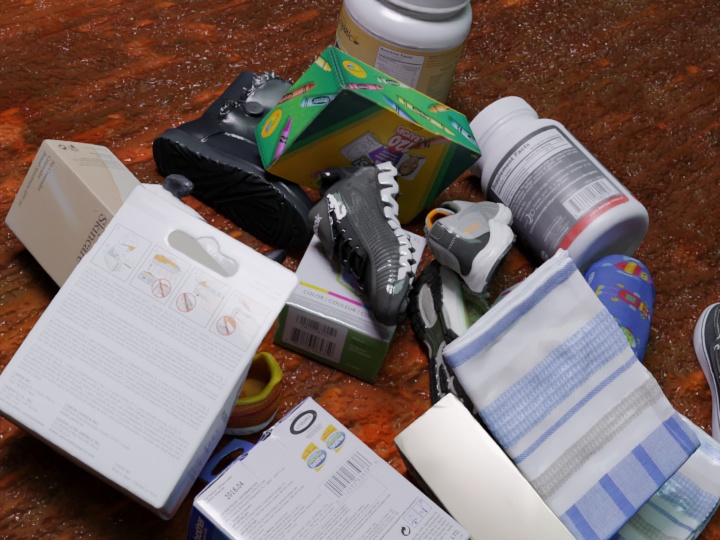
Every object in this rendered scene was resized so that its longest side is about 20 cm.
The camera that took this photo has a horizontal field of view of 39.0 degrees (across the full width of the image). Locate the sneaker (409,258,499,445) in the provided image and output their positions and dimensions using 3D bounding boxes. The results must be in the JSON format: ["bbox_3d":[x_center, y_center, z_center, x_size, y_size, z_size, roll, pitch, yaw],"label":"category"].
[{"bbox_3d":[0.109,0.077,0.924,0.087,0.077,0.203,9,47,-23],"label":"sneaker"}]

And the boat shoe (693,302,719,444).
[{"bbox_3d":[0.373,0.100,0.988,0.067,0.057,0.202,14,45,-4],"label":"boat shoe"}]

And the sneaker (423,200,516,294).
[{"bbox_3d":[0.100,-0.040,0.972,0.079,0.075,0.200,31,10,-1],"label":"sneaker"}]

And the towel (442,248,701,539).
[{"bbox_3d":[0.169,0.101,0.800,0.146,0.024,0.202,-35,89,-22],"label":"towel"}]

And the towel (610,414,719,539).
[{"bbox_3d":[0.234,0.181,0.881,0.146,0.024,0.199,39,48,21],"label":"towel"}]

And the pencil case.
[{"bbox_3d":[0.225,0.057,0.938,0.078,0.087,0.200,40,30,1],"label":"pencil case"}]

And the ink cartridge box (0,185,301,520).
[{"bbox_3d":[-0.159,0.057,0.769,0.160,0.050,0.202,28,68,11],"label":"ink cartridge box"}]

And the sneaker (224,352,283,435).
[{"bbox_3d":[-0.158,0.097,0.809,0.196,0.078,0.074,-10,51,-19],"label":"sneaker"}]

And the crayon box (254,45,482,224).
[{"bbox_3d":[0.010,-0.125,0.990,0.198,0.119,0.059,17,43,-42],"label":"crayon box"}]

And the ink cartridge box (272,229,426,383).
[{"bbox_3d":[0.000,0.000,0.965,0.102,0.060,0.201,21,45,3],"label":"ink cartridge box"}]

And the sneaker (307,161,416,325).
[{"bbox_3d":[-0.003,-0.027,0.904,0.089,0.067,0.202,4,42,-10],"label":"sneaker"}]

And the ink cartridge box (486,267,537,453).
[{"bbox_3d":[0.145,0.073,0.901,0.096,0.037,0.200,64,28,-7],"label":"ink cartridge box"}]

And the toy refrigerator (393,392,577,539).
[{"bbox_3d":[0.110,0.200,0.784,0.070,0.076,0.200,-36,62,-8],"label":"toy refrigerator"}]

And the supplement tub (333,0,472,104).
[{"bbox_3d":[0.041,-0.248,1.117,0.141,0.202,0.146,9,44,-9],"label":"supplement tub"}]

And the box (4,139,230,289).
[{"bbox_3d":[-0.209,-0.016,0.876,0.200,0.096,0.077,42,21,25],"label":"box"}]

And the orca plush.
[{"bbox_3d":[-0.149,-0.029,0.937,0.197,0.107,0.071,11,-1,27],"label":"orca plush"}]

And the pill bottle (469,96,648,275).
[{"bbox_3d":[0.199,-0.085,1.071,0.114,0.117,0.201,-16,53,-30],"label":"pill bottle"}]

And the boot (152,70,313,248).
[{"bbox_3d":[-0.091,-0.125,1.045,0.198,0.077,0.168,29,49,20],"label":"boot"}]

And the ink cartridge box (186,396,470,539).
[{"bbox_3d":[-0.037,0.191,0.757,0.199,0.077,0.136,38,48,17],"label":"ink cartridge box"}]
